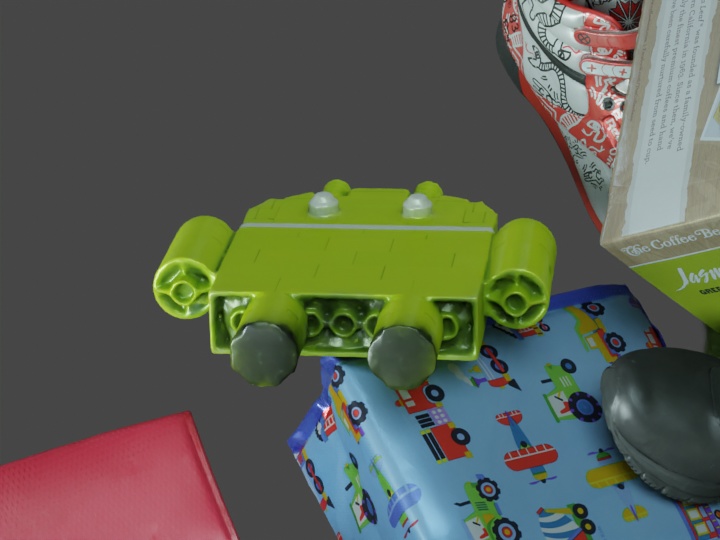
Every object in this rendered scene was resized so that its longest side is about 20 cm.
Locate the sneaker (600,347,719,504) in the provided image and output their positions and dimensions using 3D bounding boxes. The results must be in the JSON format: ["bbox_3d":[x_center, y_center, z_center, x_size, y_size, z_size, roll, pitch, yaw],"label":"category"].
[{"bbox_3d":[0.203,0.066,1.259,0.200,0.091,0.076,13,54,-26],"label":"sneaker"}]

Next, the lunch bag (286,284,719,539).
[{"bbox_3d":[0.092,0.091,1.274,0.200,0.094,0.151,-18,65,-24],"label":"lunch bag"}]

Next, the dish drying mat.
[{"bbox_3d":[-0.160,0.127,1.258,0.200,0.018,0.077,-17,67,-15],"label":"dish drying mat"}]

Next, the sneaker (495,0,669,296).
[{"bbox_3d":[0.138,-0.078,1.339,0.067,0.108,0.202,-28,71,-18],"label":"sneaker"}]

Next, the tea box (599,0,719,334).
[{"bbox_3d":[0.234,-0.066,1.283,0.197,0.133,0.200,35,56,-36],"label":"tea box"}]

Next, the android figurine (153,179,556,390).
[{"bbox_3d":[0.000,0.000,1.266,0.182,0.041,0.200,2,22,9],"label":"android figurine"}]
